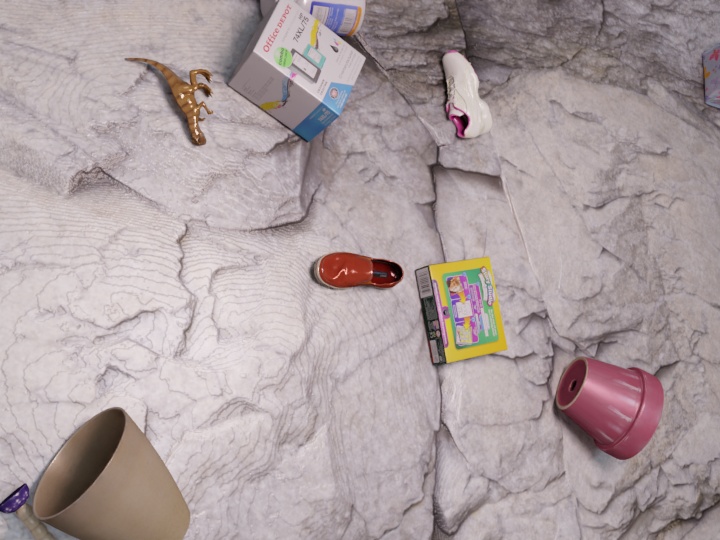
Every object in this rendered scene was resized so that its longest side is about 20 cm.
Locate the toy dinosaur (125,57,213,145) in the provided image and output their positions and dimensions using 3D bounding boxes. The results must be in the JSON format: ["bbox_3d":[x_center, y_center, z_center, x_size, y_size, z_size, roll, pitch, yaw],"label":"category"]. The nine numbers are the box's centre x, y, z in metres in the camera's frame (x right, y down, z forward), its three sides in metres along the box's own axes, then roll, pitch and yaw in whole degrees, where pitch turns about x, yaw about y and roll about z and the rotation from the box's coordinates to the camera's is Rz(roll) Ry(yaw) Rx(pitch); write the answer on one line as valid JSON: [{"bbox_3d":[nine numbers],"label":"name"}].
[{"bbox_3d":[-0.322,-0.329,1.355,0.106,0.060,0.203,-36,99,-29],"label":"toy dinosaur"}]

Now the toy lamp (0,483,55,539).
[{"bbox_3d":[-0.464,0.417,1.122,0.058,0.058,0.202,-40,99,-30],"label":"toy lamp"}]

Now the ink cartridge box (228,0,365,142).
[{"bbox_3d":[-0.123,-0.383,1.431,0.197,0.145,0.150,32,65,-20],"label":"ink cartridge box"}]

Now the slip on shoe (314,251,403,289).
[{"bbox_3d":[0.000,0.000,1.475,0.195,0.061,0.077,6,78,-28],"label":"slip on shoe"}]

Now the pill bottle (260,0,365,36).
[{"bbox_3d":[-0.097,-0.537,1.499,0.195,0.111,0.116,-4,81,-30],"label":"pill bottle"}]

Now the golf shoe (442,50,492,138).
[{"bbox_3d":[0.226,-0.394,1.682,0.090,0.075,0.204,-27,93,-28],"label":"golf shoe"}]

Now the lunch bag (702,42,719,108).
[{"bbox_3d":[1.118,-0.562,2.208,0.194,0.127,0.175,9,73,-18],"label":"lunch bag"}]

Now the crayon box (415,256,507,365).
[{"bbox_3d":[0.216,0.083,1.585,0.169,0.058,0.206,-7,84,-32],"label":"crayon box"}]

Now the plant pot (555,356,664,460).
[{"bbox_3d":[0.545,0.290,1.669,0.176,0.200,0.204,27,67,-6],"label":"plant pot"}]

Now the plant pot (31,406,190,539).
[{"bbox_3d":[-0.359,0.349,1.141,0.201,0.185,0.189,51,60,-27],"label":"plant pot"}]
